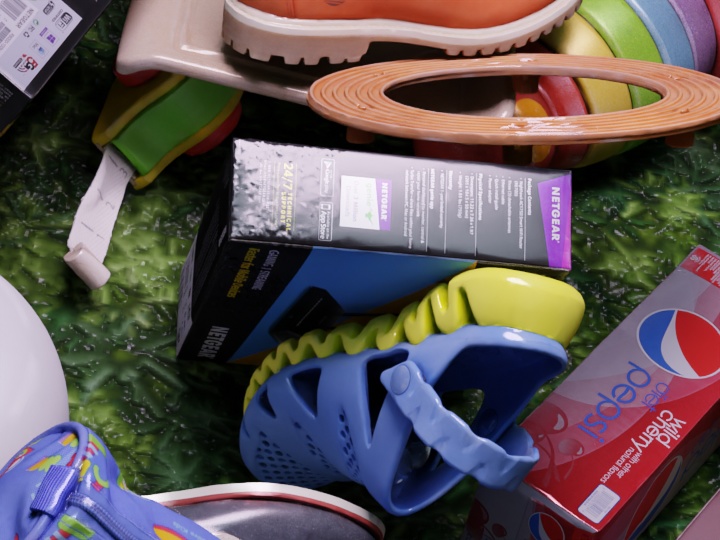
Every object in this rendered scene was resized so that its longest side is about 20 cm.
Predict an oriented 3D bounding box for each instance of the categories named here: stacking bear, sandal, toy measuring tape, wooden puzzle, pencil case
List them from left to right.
[{"bbox_3d":[-0.100,-0.072,1.216,0.073,0.074,0.201,14,41,-1],"label":"toy measuring tape"},{"bbox_3d":[-0.062,0.140,0.949,0.200,0.087,0.078,36,54,-18],"label":"pencil case"},{"bbox_3d":[-0.020,-0.131,1.239,0.199,0.037,0.185,10,36,-3],"label":"wooden puzzle"},{"bbox_3d":[0.014,0.067,1.037,0.079,0.200,0.088,19,60,-32],"label":"sandal"},{"bbox_3d":[0.113,-0.103,1.286,0.200,0.122,0.113,-33,23,-27],"label":"stacking bear"}]

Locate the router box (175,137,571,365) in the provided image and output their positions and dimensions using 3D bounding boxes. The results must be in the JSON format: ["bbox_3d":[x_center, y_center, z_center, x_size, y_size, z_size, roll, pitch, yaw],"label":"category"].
[{"bbox_3d":[0.000,0.000,1.082,0.148,0.200,0.051,5,73,-9],"label":"router box"}]

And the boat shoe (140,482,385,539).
[{"bbox_3d":[-0.084,0.129,1.020,0.199,0.071,0.063,4,56,-18],"label":"boat shoe"}]

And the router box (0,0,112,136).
[{"bbox_3d":[-0.173,-0.114,1.178,0.052,0.157,0.200,40,44,-10],"label":"router box"}]

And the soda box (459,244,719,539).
[{"bbox_3d":[0.130,0.074,1.133,0.063,0.070,0.200,33,47,19],"label":"soda box"}]

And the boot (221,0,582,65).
[{"bbox_3d":[0.031,-0.164,1.173,0.199,0.108,0.075,-7,28,-30],"label":"boot"}]

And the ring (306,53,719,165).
[{"bbox_3d":[0.075,-0.075,1.093,0.199,0.019,0.201,0,16,0],"label":"ring"}]

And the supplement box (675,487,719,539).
[{"bbox_3d":[0.204,0.193,0.985,0.197,0.133,0.200,32,46,18],"label":"supplement box"}]

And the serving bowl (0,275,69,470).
[{"bbox_3d":[-0.227,0.046,1.071,0.199,0.066,0.201,8,43,-8],"label":"serving bowl"}]
